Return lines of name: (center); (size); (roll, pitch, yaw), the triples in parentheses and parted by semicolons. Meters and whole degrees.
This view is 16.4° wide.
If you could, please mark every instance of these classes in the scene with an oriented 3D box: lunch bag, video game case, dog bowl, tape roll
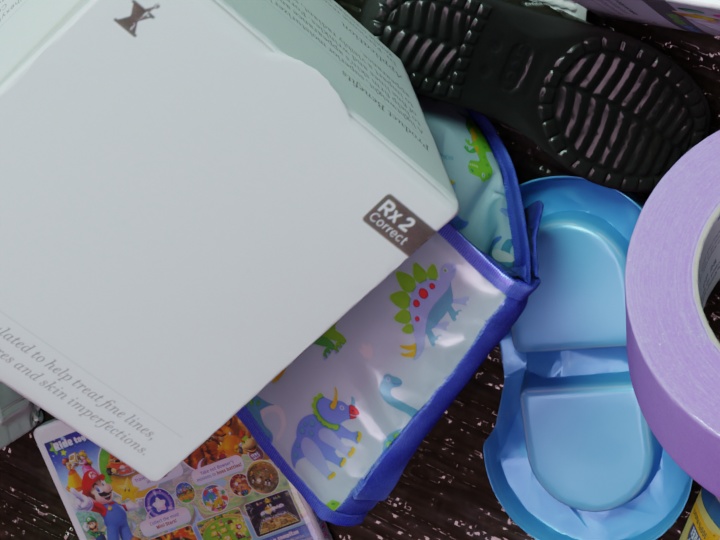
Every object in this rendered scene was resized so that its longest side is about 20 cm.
lunch bag: (0.000, 0.000, 1.237); (0.170, 0.127, 0.200); (-55, 42, 28)
video game case: (-0.085, 0.157, 1.406); (0.143, 0.018, 0.201); (-21, 96, 23)
dog bowl: (0.117, 0.046, 1.290); (0.111, 0.050, 0.201); (-4, 101, 20)
tape roll: (0.224, 0.020, 1.172); (0.199, 0.066, 0.201); (-4, 59, 6)

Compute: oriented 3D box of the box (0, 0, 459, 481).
box: (-0.100, -0.051, 1.095); (0.200, 0.131, 0.199); (-42, 123, 16)

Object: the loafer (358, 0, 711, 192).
loafer: (0.085, -0.103, 1.228); (0.199, 0.071, 0.073); (24, 104, -24)

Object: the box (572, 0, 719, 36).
box: (0.195, -0.128, 1.162); (0.199, 0.156, 0.041); (11, 92, 16)

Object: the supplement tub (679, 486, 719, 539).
supplement tub: (0.211, 0.194, 1.241); (0.144, 0.145, 0.201); (24, 109, 12)

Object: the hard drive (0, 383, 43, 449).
hard drive: (-0.234, 0.007, 1.356); (0.038, 0.140, 0.201); (-7, 100, 21)

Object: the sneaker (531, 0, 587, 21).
sneaker: (0.074, -0.200, 1.240); (0.074, 0.082, 0.201); (-5, 125, 22)
